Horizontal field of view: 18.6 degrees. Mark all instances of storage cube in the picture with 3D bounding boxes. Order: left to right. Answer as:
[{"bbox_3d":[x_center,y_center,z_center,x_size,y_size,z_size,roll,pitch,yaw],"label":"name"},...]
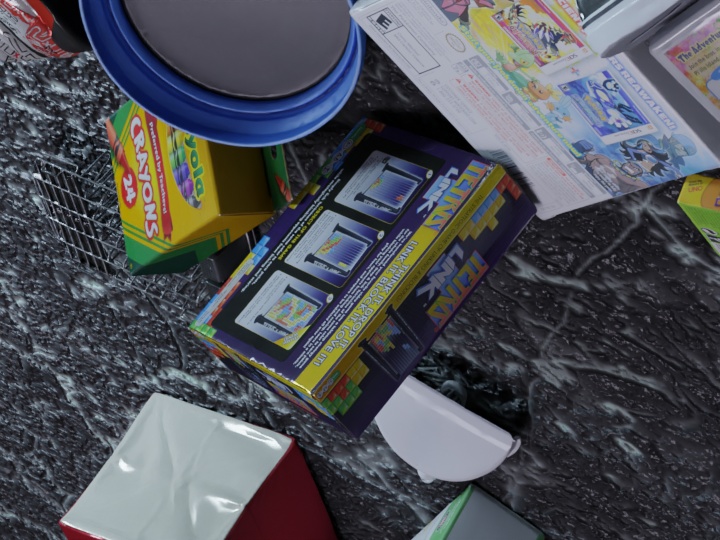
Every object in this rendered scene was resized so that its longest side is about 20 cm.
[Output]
[{"bbox_3d":[-0.145,0.251,2.076,0.199,0.171,0.180,15,144,31],"label":"storage cube"}]

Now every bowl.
[{"bbox_3d":[-0.090,-0.174,1.475,0.199,0.039,0.202,10,132,12],"label":"bowl"}]

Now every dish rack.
[{"bbox_3d":[-0.177,-0.033,1.815,0.199,0.055,0.154,22,147,25],"label":"dish rack"}]

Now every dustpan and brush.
[{"bbox_3d":[0.062,0.139,1.834,0.139,0.057,0.201,30,144,11],"label":"dustpan and brush"}]

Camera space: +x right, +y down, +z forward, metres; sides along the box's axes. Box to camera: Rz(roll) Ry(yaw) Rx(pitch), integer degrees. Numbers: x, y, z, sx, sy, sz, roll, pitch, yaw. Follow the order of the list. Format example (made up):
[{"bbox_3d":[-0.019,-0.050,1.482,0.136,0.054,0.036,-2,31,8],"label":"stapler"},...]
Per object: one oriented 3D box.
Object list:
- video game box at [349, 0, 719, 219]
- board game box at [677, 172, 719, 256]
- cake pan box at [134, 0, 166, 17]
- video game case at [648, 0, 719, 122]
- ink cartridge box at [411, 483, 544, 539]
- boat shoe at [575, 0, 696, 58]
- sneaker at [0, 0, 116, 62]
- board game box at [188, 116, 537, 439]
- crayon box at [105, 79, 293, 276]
[{"bbox_3d":[0.115,-0.129,1.384,0.200,0.047,0.182,45,152,-19],"label":"video game box"},{"bbox_3d":[0.301,-0.013,1.354,0.199,0.030,0.095,18,168,32],"label":"board game box"},{"bbox_3d":[-0.237,-0.255,1.554,0.199,0.052,0.185,2,135,43],"label":"cake pan box"},{"bbox_3d":[0.288,-0.113,1.208,0.182,0.024,0.200,42,135,-13],"label":"video game case"},{"bbox_3d":[0.066,0.296,1.952,0.087,0.146,0.200,34,150,-3],"label":"ink cartridge box"},{"bbox_3d":[0.176,-0.188,1.208,0.200,0.072,0.071,-36,84,48],"label":"boat shoe"},{"bbox_3d":[-0.265,-0.221,1.512,0.107,0.067,0.202,-6,134,45],"label":"sneaker"},{"bbox_3d":[0.000,0.000,1.491,0.165,0.200,0.057,25,162,52],"label":"board game box"},{"bbox_3d":[-0.121,-0.083,1.617,0.200,0.050,0.128,-30,68,57],"label":"crayon box"}]
